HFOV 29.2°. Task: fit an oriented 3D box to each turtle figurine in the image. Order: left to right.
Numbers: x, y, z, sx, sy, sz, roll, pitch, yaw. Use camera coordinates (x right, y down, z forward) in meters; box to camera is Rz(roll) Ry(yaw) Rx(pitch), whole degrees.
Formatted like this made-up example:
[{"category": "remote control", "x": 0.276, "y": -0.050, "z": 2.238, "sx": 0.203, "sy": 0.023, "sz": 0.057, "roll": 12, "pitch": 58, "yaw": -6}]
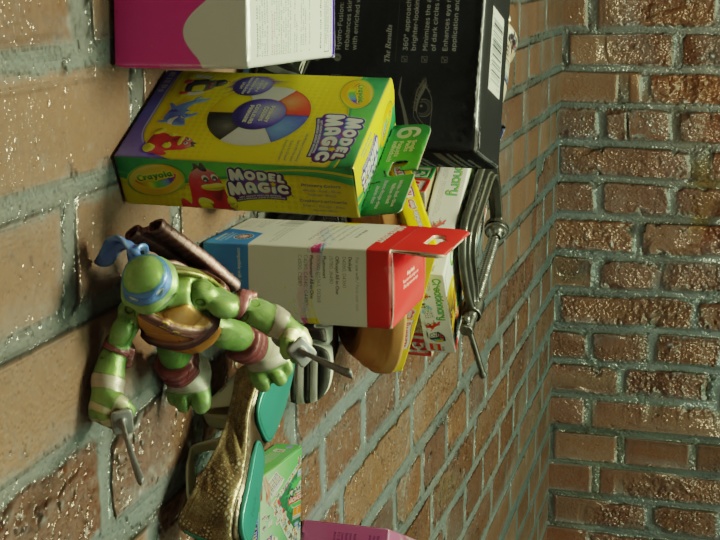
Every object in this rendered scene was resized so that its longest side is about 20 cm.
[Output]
[{"category": "turtle figurine", "x": -0.107, "y": 0.075, "z": 0.955, "sx": 0.144, "sy": 0.200, "sz": 0.194, "roll": -49, "pitch": 163, "yaw": -5}]

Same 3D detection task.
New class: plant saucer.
[{"category": "plant saucer", "x": 0.000, "y": 0.000, "z": 1.313, "sx": 0.200, "sy": 0.037, "sz": 0.200, "roll": 175, "pitch": -90, "yaw": -76}]

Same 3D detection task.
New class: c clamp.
[{"category": "c clamp", "x": 0.124, "y": -0.018, "z": 1.432, "sx": 0.171, "sy": 0.027, "sz": 0.200, "roll": 72, "pitch": 28, "yaw": -44}]

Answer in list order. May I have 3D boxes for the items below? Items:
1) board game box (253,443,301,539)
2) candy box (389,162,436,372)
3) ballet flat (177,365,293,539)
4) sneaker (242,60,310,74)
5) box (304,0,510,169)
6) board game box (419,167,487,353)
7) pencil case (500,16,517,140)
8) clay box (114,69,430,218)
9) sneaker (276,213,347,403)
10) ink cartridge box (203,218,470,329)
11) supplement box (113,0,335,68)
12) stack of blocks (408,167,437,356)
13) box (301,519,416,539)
[{"category": "board game box", "x": -0.096, "y": 0.243, "z": 1.234, "sx": 0.200, "sy": 0.029, "sz": 0.135, "roll": -22, "pitch": 113, "yaw": -73}, {"category": "candy box", "x": 0.033, "y": 0.001, "z": 1.310, "sx": 0.200, "sy": 0.026, "sz": 0.102, "roll": 102, "pitch": -26, "yaw": -51}, {"category": "ballet flat", "x": -0.103, "y": 0.133, "z": 1.116, "sx": 0.200, "sy": 0.065, "sz": 0.071, "roll": -75, "pitch": 163, "yaw": -44}, {"category": "sneaker", "x": -0.064, "y": -0.131, "z": 1.166, "sx": 0.071, "sy": 0.083, "sz": 0.200, "roll": 73, "pitch": 25, "yaw": -53}, {"category": "box", "x": 0.029, "y": -0.200, "z": 1.267, "sx": 0.117, "sy": 0.200, "sz": 0.197, "roll": 14, "pitch": 80, "yaw": -74}, {"category": "board game box", "x": 0.094, "y": -0.032, "z": 1.422, "sx": 0.126, "sy": 0.035, "sz": 0.200, "roll": 76, "pitch": 23, "yaw": -50}, {"category": "pencil case", "x": 0.118, "y": -0.196, "z": 1.422, "sx": 0.089, "sy": 0.078, "sz": 0.200, "roll": -43, "pitch": -161, "yaw": 34}, {"category": "clay box", "x": -0.058, "y": -0.092, "z": 0.973, "sx": 0.115, "sy": 0.200, "sz": 0.048, "roll": -70, "pitch": 158, "yaw": -47}, {"category": "sneaker", "x": -0.050, "y": 0.021, "z": 1.309, "sx": 0.116, "sy": 0.076, "sz": 0.200, "roll": -30, "pitch": 127, "yaw": -85}, {"category": "ink cartridge box", "x": -0.017, "y": 0.001, "z": 1.144, "sx": 0.116, "sy": 0.200, "sz": 0.067, "roll": -37, "pitch": 129, "yaw": -70}, {"category": "supplement box", "x": -0.094, "y": -0.201, "z": 1.007, "sx": 0.200, "sy": 0.101, "sz": 0.103, "roll": -38, "pitch": 130, "yaw": -70}, {"category": "stack of blocks", "x": 0.022, "y": -0.011, "z": 1.450, "sx": 0.059, "sy": 0.115, "sz": 0.200, "roll": -63, "pitch": 153, "yaw": -56}, {"category": "box", "x": -0.002, "y": 0.369, "z": 1.481, "sx": 0.200, "sy": 0.097, "sz": 0.176, "roll": 50, "pitch": 45, "yaw": -69}]
